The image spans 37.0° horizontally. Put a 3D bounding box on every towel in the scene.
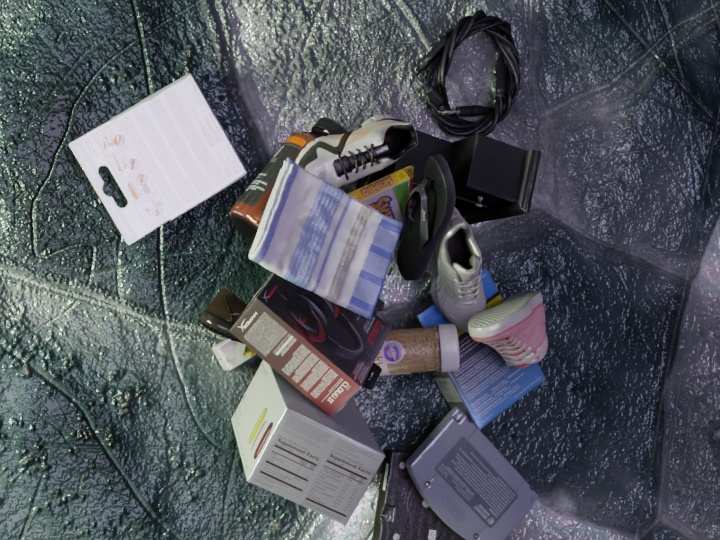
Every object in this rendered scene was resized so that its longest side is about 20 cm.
[{"bbox_3d":[-0.042,-0.041,1.427,0.198,0.024,0.149,28,73,-23],"label":"towel"}]

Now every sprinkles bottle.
[{"bbox_3d":[0.044,0.119,1.564,0.196,0.068,0.070,-5,89,1],"label":"sprinkles bottle"}]

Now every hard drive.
[{"bbox_3d":[0.120,0.355,1.637,0.196,0.038,0.143,10,84,-21],"label":"hard drive"}]

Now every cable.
[{"bbox_3d":[0.185,-0.309,1.687,0.163,0.051,0.200,47,72,-14],"label":"cable"}]

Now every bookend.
[{"bbox_3d":[0.126,-0.145,1.575,0.196,0.199,0.094,16,81,-21],"label":"bookend"}]

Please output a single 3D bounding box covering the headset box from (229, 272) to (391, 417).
[{"bbox_3d":[-0.055,0.085,1.435,0.199,0.075,0.149,41,34,-5],"label":"headset box"}]

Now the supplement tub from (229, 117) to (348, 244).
[{"bbox_3d":[-0.089,-0.122,1.536,0.107,0.107,0.201,42,74,-15],"label":"supplement tub"}]

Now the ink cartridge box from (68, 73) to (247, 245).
[{"bbox_3d":[-0.280,-0.155,1.497,0.198,0.057,0.164,-32,100,-12],"label":"ink cartridge box"}]

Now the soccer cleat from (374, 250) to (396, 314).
[{"bbox_3d":[0.000,0.000,1.564,0.082,0.065,0.203,21,58,-13],"label":"soccer cleat"}]

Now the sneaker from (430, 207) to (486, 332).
[{"bbox_3d":[0.143,0.008,1.549,0.077,0.099,0.203,-23,112,-10],"label":"sneaker"}]

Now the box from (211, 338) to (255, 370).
[{"bbox_3d":[-0.120,0.076,1.550,0.198,0.041,0.039,-32,99,-21],"label":"box"}]

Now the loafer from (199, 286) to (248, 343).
[{"bbox_3d":[-0.120,0.080,1.487,0.197,0.073,0.072,25,79,-17],"label":"loafer"}]

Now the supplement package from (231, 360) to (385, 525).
[{"bbox_3d":[-0.077,0.225,1.463,0.154,0.200,0.112,28,97,-19],"label":"supplement package"}]

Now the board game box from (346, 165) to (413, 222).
[{"bbox_3d":[-0.006,-0.074,1.510,0.198,0.096,0.030,-28,59,-19],"label":"board game box"}]

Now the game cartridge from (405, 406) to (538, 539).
[{"bbox_3d":[0.162,0.319,1.608,0.133,0.040,0.200,-46,105,-13],"label":"game cartridge"}]

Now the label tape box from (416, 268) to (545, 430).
[{"bbox_3d":[0.175,0.121,1.656,0.143,0.063,0.202,-32,97,-20],"label":"label tape box"}]

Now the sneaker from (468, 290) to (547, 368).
[{"bbox_3d":[0.223,0.100,1.568,0.199,0.074,0.107,-21,103,-59],"label":"sneaker"}]

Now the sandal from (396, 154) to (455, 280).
[{"bbox_3d":[0.085,-0.067,1.509,0.042,0.076,0.203,-4,129,-27],"label":"sandal"}]

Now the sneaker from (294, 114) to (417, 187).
[{"bbox_3d":[-0.007,-0.160,1.477,0.199,0.080,0.075,-33,114,-24],"label":"sneaker"}]
